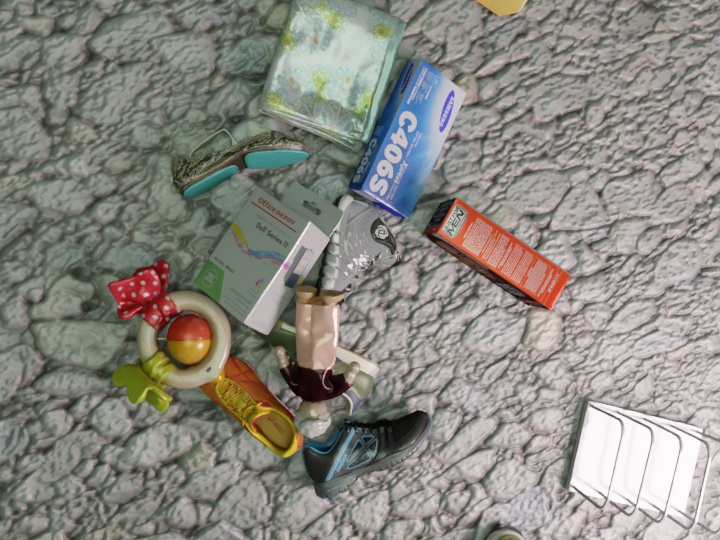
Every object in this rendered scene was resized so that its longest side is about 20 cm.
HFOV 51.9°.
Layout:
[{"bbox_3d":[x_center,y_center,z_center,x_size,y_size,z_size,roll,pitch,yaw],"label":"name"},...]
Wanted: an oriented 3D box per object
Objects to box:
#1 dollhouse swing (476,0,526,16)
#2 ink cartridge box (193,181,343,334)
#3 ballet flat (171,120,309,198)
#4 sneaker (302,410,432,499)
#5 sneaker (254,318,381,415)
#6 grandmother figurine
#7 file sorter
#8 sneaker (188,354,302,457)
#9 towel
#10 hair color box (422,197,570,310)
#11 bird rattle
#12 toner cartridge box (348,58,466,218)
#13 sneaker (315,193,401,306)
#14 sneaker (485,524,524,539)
[{"bbox_3d":[0.215,-0.517,1.092,0.197,0.177,0.184,30,46,-7],"label":"dollhouse swing"},{"bbox_3d":[-0.124,-0.031,1.013,0.116,0.067,0.202,31,86,31],"label":"ink cartridge box"},{"bbox_3d":[-0.172,-0.167,1.036,0.196,0.068,0.077,-19,78,-5],"label":"ballet flat"},{"bbox_3d":[0.010,0.246,1.059,0.197,0.073,0.083,-28,94,-7],"label":"sneaker"},{"bbox_3d":[-0.073,0.138,1.048,0.197,0.067,0.092,25,83,-10],"label":"sneaker"},{"bbox_3d":[-0.058,0.128,0.995,0.119,0.060,0.205,10,101,23],"label":"grandmother figurine"},{"bbox_3d":[0.431,0.293,1.091,0.195,0.124,0.142,14,90,-8],"label":"file sorter"},{"bbox_3d":[-0.158,0.179,1.032,0.198,0.077,0.074,36,88,3],"label":"sneaker"},{"bbox_3d":[-0.041,-0.290,1.055,0.168,0.048,0.204,19,88,-8],"label":"towel"},{"bbox_3d":[0.193,-0.023,1.065,0.198,0.101,0.062,33,87,-6],"label":"hair color box"},{"bbox_3d":[-0.257,0.088,1.010,0.159,0.113,0.205,1,75,-6],"label":"bird rattle"},{"bbox_3d":[0.068,-0.187,1.058,0.094,0.043,0.204,26,88,-32],"label":"toner cartridge box"},{"bbox_3d":[0.000,0.000,1.054,0.113,0.075,0.205,12,89,-10],"label":"sneaker"},{"bbox_3d":[0.190,0.479,1.079,0.076,0.089,0.204,24,88,-7],"label":"sneaker"}]
